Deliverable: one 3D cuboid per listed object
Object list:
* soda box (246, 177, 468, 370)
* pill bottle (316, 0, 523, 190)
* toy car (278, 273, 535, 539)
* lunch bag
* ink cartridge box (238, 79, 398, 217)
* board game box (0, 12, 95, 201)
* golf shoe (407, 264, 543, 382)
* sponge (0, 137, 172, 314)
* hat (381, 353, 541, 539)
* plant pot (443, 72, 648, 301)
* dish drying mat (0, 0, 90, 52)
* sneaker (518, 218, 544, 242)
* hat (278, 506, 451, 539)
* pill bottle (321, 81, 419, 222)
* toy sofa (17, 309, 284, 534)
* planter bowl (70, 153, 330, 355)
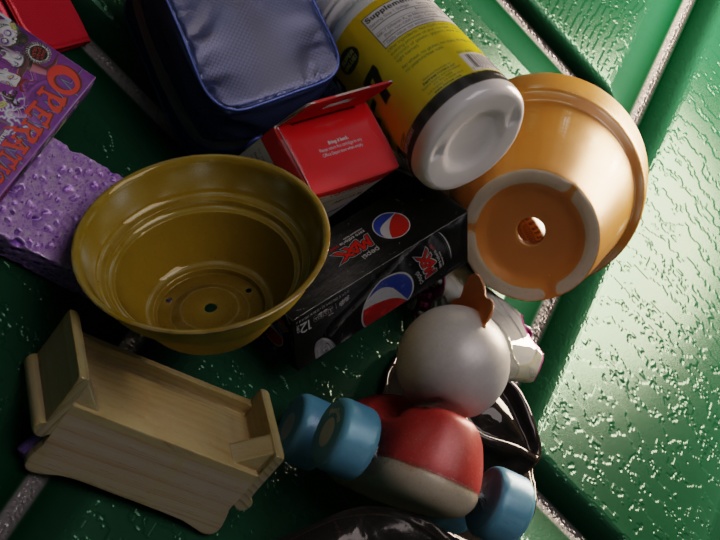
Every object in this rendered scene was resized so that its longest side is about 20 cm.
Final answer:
[{"bbox_3d":[0.000,0.000,1.511,0.199,0.064,0.071,-32,51,-25],"label":"soda box"},{"bbox_3d":[0.041,-0.174,1.518,0.114,0.115,0.200,-5,45,-44],"label":"pill bottle"},{"bbox_3d":[0.060,0.099,1.454,0.183,0.177,0.201,25,79,-19],"label":"toy car"},{"bbox_3d":[-0.112,-0.195,1.526,0.135,0.132,0.201,-19,80,-23],"label":"lunch bag"},{"bbox_3d":[-0.053,-0.077,1.467,0.116,0.200,0.068,-22,81,-46],"label":"ink cartridge box"},{"bbox_3d":[-0.305,-0.115,1.349,0.120,0.032,0.201,36,52,-7],"label":"board game box"},{"bbox_3d":[0.102,0.044,1.593,0.091,0.076,0.200,12,28,-22],"label":"golf shoe"},{"bbox_3d":[-0.232,-0.042,1.408,0.199,0.030,0.112,29,50,-28],"label":"sponge"},{"bbox_3d":[0.112,0.144,1.586,0.200,0.081,0.202,23,53,-34],"label":"hat"},{"bbox_3d":[0.166,-0.062,1.624,0.200,0.200,0.183,49,21,-10],"label":"plant pot"},{"bbox_3d":[-0.302,-0.272,1.479,0.077,0.018,0.201,-28,88,-48],"label":"dish drying mat"},{"bbox_3d":[0.147,-0.120,1.772,0.201,0.071,0.112,57,46,-13],"label":"sneaker"},{"bbox_3d":[-0.001,0.289,1.377,0.199,0.081,0.202,3,63,-5],"label":"hat"},{"bbox_3d":[0.017,-0.149,1.637,0.111,0.112,0.201,25,53,-31],"label":"pill bottle"},{"bbox_3d":[-0.166,0.120,1.356,0.199,0.098,0.083,25,28,-31],"label":"toy sofa"},{"bbox_3d":[-0.121,0.004,1.366,0.198,0.084,0.201,-2,45,2],"label":"planter bowl"}]
